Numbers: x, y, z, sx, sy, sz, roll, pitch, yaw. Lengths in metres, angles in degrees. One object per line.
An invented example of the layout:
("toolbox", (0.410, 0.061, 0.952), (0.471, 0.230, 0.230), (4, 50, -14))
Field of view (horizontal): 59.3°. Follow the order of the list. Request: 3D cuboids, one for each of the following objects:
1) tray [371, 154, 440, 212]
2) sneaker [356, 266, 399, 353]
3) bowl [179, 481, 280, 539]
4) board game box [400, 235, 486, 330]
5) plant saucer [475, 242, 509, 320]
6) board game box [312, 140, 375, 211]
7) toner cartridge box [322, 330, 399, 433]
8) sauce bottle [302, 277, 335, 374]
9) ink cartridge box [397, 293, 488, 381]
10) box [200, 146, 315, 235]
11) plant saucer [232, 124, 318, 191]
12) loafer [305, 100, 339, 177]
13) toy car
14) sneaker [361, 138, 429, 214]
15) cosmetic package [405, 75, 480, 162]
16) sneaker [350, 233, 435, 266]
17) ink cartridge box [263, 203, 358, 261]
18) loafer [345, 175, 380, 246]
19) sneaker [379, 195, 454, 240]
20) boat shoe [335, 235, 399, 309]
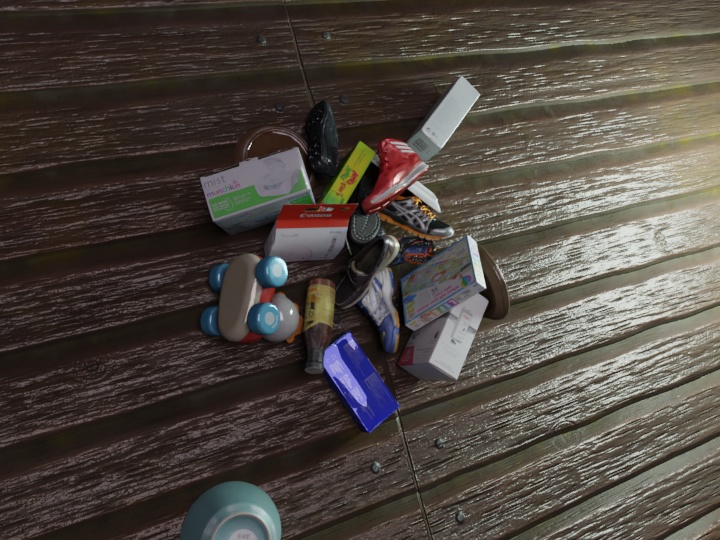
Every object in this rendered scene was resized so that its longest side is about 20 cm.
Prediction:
("tray", (0.110, -0.212, 1.488), (0.199, 0.107, 0.022), (36, 104, -11))
("sneaker", (0.035, 0.090, 1.414), (0.087, 0.075, 0.202), (-4, 71, -14))
("bowl", (-0.235, 0.508, 1.191), (0.199, 0.105, 0.203), (5, 76, -20))
("board game box", (0.175, 0.028, 1.386), (0.034, 0.199, 0.135), (33, 38, -33))
("plant saucer", (0.267, 0.026, 1.444), (0.029, 0.200, 0.201), (-25, 88, -16))
("board game box", (-0.046, -0.184, 1.417), (0.047, 0.101, 0.201), (34, 68, -12))
("toner cartridge box", (-0.010, 0.241, 1.371), (0.095, 0.043, 0.201), (-34, 92, -25))
("sauce bottle", (-0.089, 0.116, 1.332), (0.065, 0.066, 0.202), (14, 58, -18))
("ink cartridge box", (0.184, 0.140, 1.413), (0.082, 0.146, 0.201), (33, 68, -16))
("box", (-0.200, -0.158, 1.279), (0.198, 0.176, 0.098), (-18, 85, -3))
("plant saucer", (-0.185, -0.238, 1.412), (0.198, 0.034, 0.202), (5, 76, -20))
("loafer", (-0.083, -0.299, 1.441), (0.070, 0.068, 0.202), (32, 45, -44))
("toy car", (-0.188, 0.073, 1.296), (0.199, 0.183, 0.179), (24, 67, -46))
("sneaker", (0.050, -0.213, 1.393), (0.200, 0.078, 0.116), (-38, 86, -33))
("cosmetic package", (0.202, -0.372, 1.559), (0.074, 0.102, 0.200), (41, 69, -9))
("sneaker", (0.069, -0.045, 1.448), (0.198, 0.078, 0.076), (4, 92, -17))
("ink cartridge box", (-0.105, -0.074, 1.316), (0.161, 0.200, 0.058), (-3, 75, -21))
("loafer", (0.001, -0.123, 1.413), (0.073, 0.071, 0.201), (29, 45, -18))
("sneaker", (0.122, -0.128, 1.442), (0.199, 0.078, 0.078), (23, 107, 11))
("boat shoe", (0.000, 0.000, 1.364), (0.072, 0.200, 0.065), (53, 19, 28))
